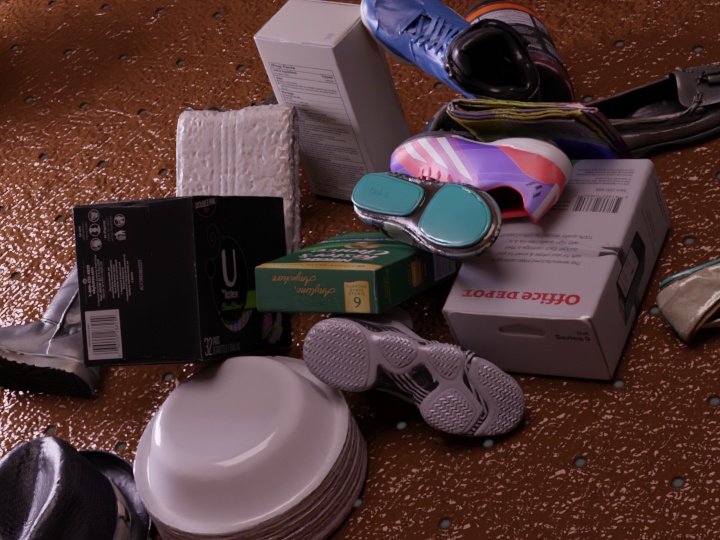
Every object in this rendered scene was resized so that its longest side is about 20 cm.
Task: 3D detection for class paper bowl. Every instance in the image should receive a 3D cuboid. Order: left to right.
[{"bbox_3d":[-0.101,0.155,1.571,0.200,0.105,0.201,-13,41,11],"label":"paper bowl"}]

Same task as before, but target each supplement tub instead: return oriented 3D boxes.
[{"bbox_3d":[0.149,-0.205,1.824,0.107,0.107,0.200,-19,30,5],"label":"supplement tub"}]

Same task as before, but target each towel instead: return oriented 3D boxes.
[{"bbox_3d":[-0.120,-0.064,1.788,0.132,0.034,0.201,-3,83,22],"label":"towel"},{"bbox_3d":[0.175,-0.116,1.674,0.143,0.200,0.023,4,75,25],"label":"towel"}]

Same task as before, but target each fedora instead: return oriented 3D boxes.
[{"bbox_3d":[-0.281,0.219,1.591,0.200,0.092,0.201,-13,42,12],"label":"fedora"}]

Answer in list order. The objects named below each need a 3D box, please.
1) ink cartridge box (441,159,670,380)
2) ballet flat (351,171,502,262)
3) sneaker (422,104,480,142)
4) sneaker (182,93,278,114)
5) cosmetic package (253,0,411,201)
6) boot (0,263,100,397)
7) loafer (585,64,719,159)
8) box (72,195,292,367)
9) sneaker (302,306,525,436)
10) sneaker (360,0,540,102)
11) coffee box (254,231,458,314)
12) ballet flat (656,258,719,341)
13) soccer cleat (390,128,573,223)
[{"bbox_3d":[0.178,-0.004,1.624,0.145,0.084,0.200,3,47,30],"label":"ink cartridge box"},{"bbox_3d":[0.073,-0.044,1.612,0.074,0.074,0.200,-39,34,-18],"label":"ballet flat"},{"bbox_3d":[0.094,-0.094,1.749,0.072,0.073,0.200,1,33,-10],"label":"sneaker"},{"bbox_3d":[-0.117,-0.150,1.894,0.076,0.114,0.200,19,54,36],"label":"sneaker"},{"bbox_3d":[-0.021,-0.167,1.797,0.105,0.200,0.071,13,48,34],"label":"cosmetic package"},{"bbox_3d":[-0.298,0.029,1.818,0.181,0.073,0.201,11,57,15],"label":"boot"},{"bbox_3d":[0.299,-0.160,1.750,0.199,0.063,0.072,-23,41,1],"label":"loafer"},{"bbox_3d":[-0.159,0.008,1.651,0.124,0.149,0.200,-3,1,22],"label":"box"},{"bbox_3d":[0.052,0.081,1.591,0.199,0.075,0.115,18,14,2],"label":"sneaker"},{"bbox_3d":[0.085,-0.212,1.664,0.200,0.111,0.077,41,81,8],"label":"sneaker"},{"bbox_3d":[0.000,0.000,1.653,0.122,0.044,0.200,2,11,25],"label":"coffee box"},{"bbox_3d":[0.355,0.003,1.568,0.199,0.067,0.063,-26,69,2],"label":"ballet flat"},{"bbox_3d":[0.098,-0.082,1.642,0.199,0.068,0.073,5,55,41],"label":"soccer cleat"}]
